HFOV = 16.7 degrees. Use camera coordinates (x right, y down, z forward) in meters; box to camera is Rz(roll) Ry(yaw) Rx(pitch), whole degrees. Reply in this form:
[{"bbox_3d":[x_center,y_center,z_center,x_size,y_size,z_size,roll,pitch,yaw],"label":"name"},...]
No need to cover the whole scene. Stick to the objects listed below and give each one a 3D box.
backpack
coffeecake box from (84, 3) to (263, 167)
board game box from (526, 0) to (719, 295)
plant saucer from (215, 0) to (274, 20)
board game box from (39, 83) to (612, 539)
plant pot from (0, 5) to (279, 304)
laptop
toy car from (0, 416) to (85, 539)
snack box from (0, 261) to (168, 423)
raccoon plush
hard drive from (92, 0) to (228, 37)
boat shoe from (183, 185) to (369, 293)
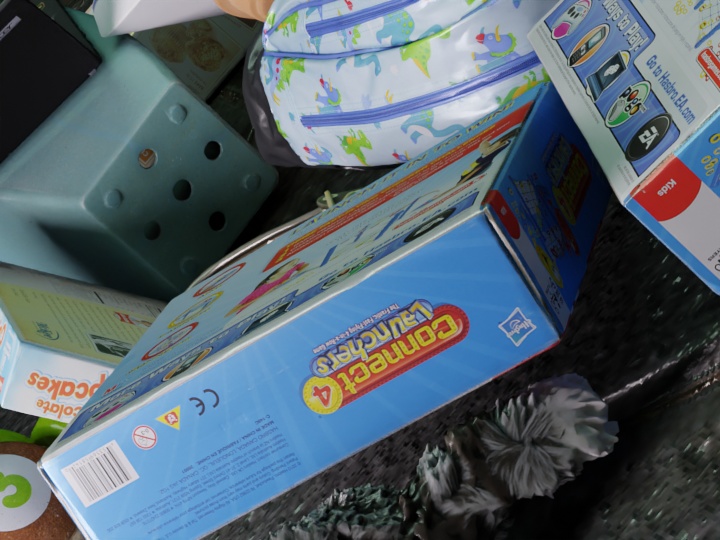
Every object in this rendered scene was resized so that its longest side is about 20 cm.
[{"bbox_3d":[0.049,-0.112,1.123,0.163,0.154,0.200,-27,27,-21],"label":"backpack"},{"bbox_3d":[-0.146,-0.147,1.662,0.200,0.073,0.154,-50,21,-1],"label":"coffeecake box"},{"bbox_3d":[0.165,-0.110,0.919,0.196,0.056,0.200,-44,21,12],"label":"board game box"},{"bbox_3d":[0.017,-0.175,1.271,0.200,0.032,0.200,-20,-11,-4],"label":"plant saucer"},{"bbox_3d":[-0.006,0.018,0.967,0.200,0.056,0.196,-30,9,19],"label":"board game box"},{"bbox_3d":[-0.146,-0.056,1.418,0.141,0.141,0.200,-53,28,-11],"label":"plant pot"},{"bbox_3d":[-0.241,-0.094,1.350,0.177,0.103,0.200,-43,34,3],"label":"laptop"},{"bbox_3d":[-0.240,0.104,1.228,0.158,0.200,0.164,-26,30,47],"label":"toy car"},{"bbox_3d":[-0.137,0.041,1.247,0.200,0.116,0.037,-142,67,-70],"label":"snack box"},{"bbox_3d":[0.004,0.120,0.916,0.200,0.097,0.134,-28,4,-14],"label":"raccoon plush"},{"bbox_3d":[-0.036,-0.179,1.357,0.200,0.025,0.132,-14,-10,-29],"label":"hard drive"},{"bbox_3d":[-0.007,-0.001,1.124,0.202,0.060,0.072,-29,40,44],"label":"boat shoe"}]
